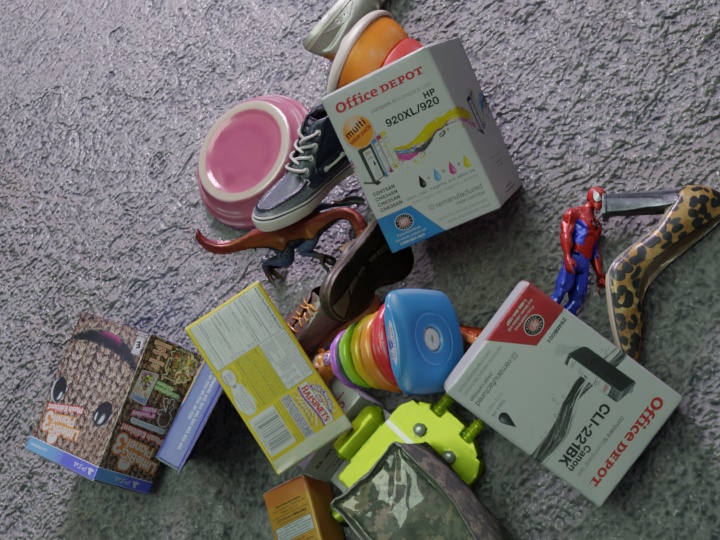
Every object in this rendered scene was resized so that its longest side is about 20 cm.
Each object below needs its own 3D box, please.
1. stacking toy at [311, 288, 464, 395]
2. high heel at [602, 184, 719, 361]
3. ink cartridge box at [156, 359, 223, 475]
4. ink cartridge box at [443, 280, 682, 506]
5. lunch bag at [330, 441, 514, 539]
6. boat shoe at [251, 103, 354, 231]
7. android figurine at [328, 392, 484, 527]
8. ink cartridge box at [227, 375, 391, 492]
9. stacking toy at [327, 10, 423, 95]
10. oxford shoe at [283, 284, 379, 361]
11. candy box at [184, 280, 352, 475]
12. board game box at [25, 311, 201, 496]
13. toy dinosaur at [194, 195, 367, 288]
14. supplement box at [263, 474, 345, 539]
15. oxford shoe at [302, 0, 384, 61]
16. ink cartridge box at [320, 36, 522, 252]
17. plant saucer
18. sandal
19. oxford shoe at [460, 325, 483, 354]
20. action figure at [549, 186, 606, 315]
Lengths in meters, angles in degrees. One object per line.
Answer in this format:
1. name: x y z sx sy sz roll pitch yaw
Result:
1. stacking toy: 0.009 0.095 1.331 0.200 0.110 0.116 -17 77 43
2. high heel: 0.338 0.004 1.273 0.142 0.071 0.200 -3 78 12
3. ink cartridge box: -0.189 0.147 1.451 0.047 0.200 0.198 27 85 0
4. ink cartridge box: 0.209 0.127 1.225 0.200 0.084 0.144 37 92 0
5. lunch bag: 0.085 0.282 1.216 0.118 0.164 0.200 -46 75 4
6. boat shoe: -0.067 -0.139 1.456 0.200 0.093 0.075 -41 39 -22
7. android figurine: 0.058 0.231 1.339 0.182 0.041 0.200 44 97 18
8. ink cartridge box: -0.055 0.171 1.429 0.200 0.067 0.116 37 91 35
9. stacking toy: 0.071 -0.229 1.498 0.200 0.146 0.146 30 88 16
10. oxford shoe: -0.068 0.062 1.408 0.200 0.073 0.071 -36 53 -20
11. candy box: -0.105 0.122 1.342 0.102 0.026 0.200 -32 87 -6
12. board game box: -0.328 0.175 1.559 0.159 0.097 0.200 11 77 41
13. toy dinosaur: -0.076 -0.036 1.481 0.181 0.200 0.105 -28 71 55
14. supplement box: -0.050 0.344 1.362 0.069 0.067 0.200 -30 58 18
15. oxford shoe: 0.002 -0.366 1.614 0.058 0.075 0.200 41 85 -6
16. ink cartridge box: 0.075 -0.151 1.379 0.147 0.145 0.200 -23 97 23
17. plant saucer: -0.149 -0.157 1.622 0.200 0.051 0.201 -11 67 26
18. sandal: 0.000 0.000 1.368 0.055 0.082 0.200 -11 24 36
19. oxford shoe: 0.120 0.099 1.355 0.200 0.071 0.073 24 101 41
20. action figure: 0.244 0.000 1.324 0.052 0.065 0.200 -1 71 54
